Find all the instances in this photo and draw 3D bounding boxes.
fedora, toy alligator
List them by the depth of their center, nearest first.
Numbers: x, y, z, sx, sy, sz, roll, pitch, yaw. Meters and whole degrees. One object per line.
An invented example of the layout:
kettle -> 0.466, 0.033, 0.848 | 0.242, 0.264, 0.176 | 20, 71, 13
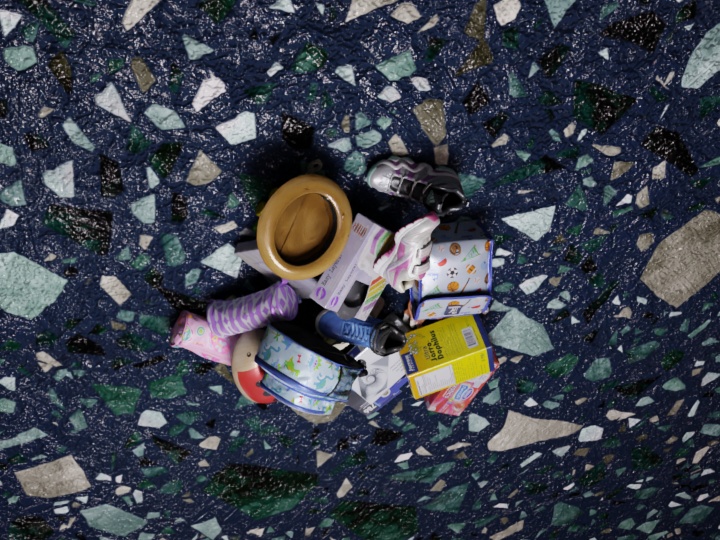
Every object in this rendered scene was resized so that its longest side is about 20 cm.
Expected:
fedora -> -0.113, -0.086, 1.453 | 0.197, 0.082, 0.205 | -8, 109, -24
toy alligator -> -0.141, -0.131, 1.499 | 0.059, 0.055, 0.200 | 32, 117, -34

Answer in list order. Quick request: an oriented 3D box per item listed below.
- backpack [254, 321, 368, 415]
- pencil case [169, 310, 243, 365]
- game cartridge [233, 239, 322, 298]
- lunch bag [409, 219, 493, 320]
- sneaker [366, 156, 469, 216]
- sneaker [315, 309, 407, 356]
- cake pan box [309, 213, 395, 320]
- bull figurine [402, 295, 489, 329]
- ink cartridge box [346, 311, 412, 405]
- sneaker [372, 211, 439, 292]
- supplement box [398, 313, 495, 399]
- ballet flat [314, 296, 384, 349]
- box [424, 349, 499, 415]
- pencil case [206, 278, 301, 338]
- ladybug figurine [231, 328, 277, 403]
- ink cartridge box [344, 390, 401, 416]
backpack -> -0.117, 0.200, 1.565 | 0.199, 0.181, 0.149 | 31, 85, -57
pencil case -> -0.312, 0.157, 1.685 | 0.198, 0.088, 0.088 | 26, 120, -30
game cartridge -> -0.149, -0.003, 1.578 | 0.128, 0.039, 0.199 | 0, 151, 48
lunch bag -> 0.189, 0.012, 1.642 | 0.166, 0.124, 0.203 | -5, 120, -7
sneaker -> 0.117, -0.153, 1.483 | 0.196, 0.141, 0.079 | 1, 123, -17
sneaker -> 0.008, 0.130, 1.652 | 0.197, 0.111, 0.078 | 17, 90, -27
cake pan box -> 0.000, 0.000, 1.555 | 0.202, 0.052, 0.184 | -58, 150, 3
bull figurine -> 0.191, 0.090, 1.765 | 0.196, 0.066, 0.123 | 5, 130, -18
ink cartridge box -> 0.066, 0.223, 1.835 | 0.199, 0.041, 0.200 | -43, 126, 7
sneaker -> 0.105, -0.033, 1.487 | 0.081, 0.089, 0.201 | -30, 162, -39
supplement box -> 0.190, 0.187, 1.740 | 0.196, 0.111, 0.110 | -19, 143, 0
ballet flat -> -0.022, 0.133, 1.747 | 0.199, 0.068, 0.068 | -36, 131, 17
box -> 0.238, 0.251, 1.894 | 0.098, 0.096, 0.202 | 15, 125, -24
pencil case -> -0.224, 0.080, 1.603 | 0.197, 0.087, 0.084 | -17, 179, 23
ladybug figurine -> -0.205, 0.214, 1.672 | 0.136, 0.071, 0.202 | -51, 139, -25
ink cartridge box -> 0.010, 0.299, 1.919 | 0.099, 0.040, 0.199 | -41, 128, 20
